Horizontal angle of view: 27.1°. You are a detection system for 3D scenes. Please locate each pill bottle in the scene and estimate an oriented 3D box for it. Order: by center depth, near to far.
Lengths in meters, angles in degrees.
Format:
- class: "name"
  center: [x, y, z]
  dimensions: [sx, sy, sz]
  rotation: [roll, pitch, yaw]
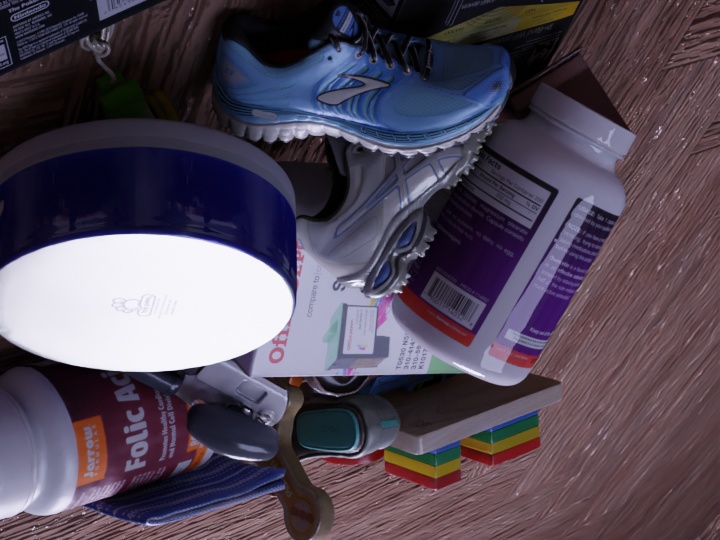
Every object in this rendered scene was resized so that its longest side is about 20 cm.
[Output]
- class: "pill bottle"
  center: [0.113, -0.027, 1.061]
  dimensions: [0.112, 0.112, 0.200]
  rotation: [12, 110, -60]
- class: "pill bottle"
  center: [-0.215, 0.120, 1.139]
  dimensions: [0.200, 0.114, 0.114]
  rotation: [-13, 146, -44]

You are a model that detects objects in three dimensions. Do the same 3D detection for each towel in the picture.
- class: "towel"
  center: [-0.176, 0.168, 1.232]
  dimensions: [0.144, 0.200, 0.024]
  rotation: [-11, 102, -42]

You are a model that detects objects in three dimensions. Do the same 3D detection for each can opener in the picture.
- class: "can opener"
  center: [-0.139, 0.077, 1.100]
  dimensions: [0.200, 0.067, 0.053]
  rotation: [31, 118, -24]

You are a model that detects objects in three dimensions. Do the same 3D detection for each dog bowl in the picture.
- class: "dog bowl"
  center: [-0.139, -0.010, 0.946]
  dimensions: [0.199, 0.079, 0.200]
  rotation: [-3, 152, -2]

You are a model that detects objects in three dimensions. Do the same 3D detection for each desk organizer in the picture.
- class: "desk organizer"
  center: [0.147, -0.105, 1.194]
  dimensions: [0.072, 0.077, 0.200]
  rotation: [-32, 177, -6]

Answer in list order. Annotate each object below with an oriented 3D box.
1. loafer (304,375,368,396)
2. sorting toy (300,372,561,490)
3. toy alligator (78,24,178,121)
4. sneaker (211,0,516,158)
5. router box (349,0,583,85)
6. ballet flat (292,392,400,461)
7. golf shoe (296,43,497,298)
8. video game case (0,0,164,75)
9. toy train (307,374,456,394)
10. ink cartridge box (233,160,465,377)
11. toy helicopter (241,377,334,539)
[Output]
- class: "loafer"
  center: [-0.006, 0.026, 1.243]
  dimensions: [0.073, 0.071, 0.201]
  rotation: [-2, 120, -22]
- class: "sorting toy"
  center: [0.059, 0.145, 1.458]
  dimensions: [0.200, 0.198, 0.070]
  rotation: [-15, 109, -40]
- class: "toy alligator"
  center: [-0.142, -0.084, 0.947]
  dimensions: [0.059, 0.054, 0.200]
  rotation: [-31, 155, -14]
- class: "sneaker"
  center: [0.000, -0.130, 0.956]
  dimensions: [0.199, 0.079, 0.090]
  rotation: [0, 136, 3]
- class: "router box"
  center: [0.076, -0.189, 1.062]
  dimensions: [0.200, 0.052, 0.157]
  rotation: [-20, 151, -35]
- class: "ballet flat"
  center: [-0.046, 0.141, 1.355]
  dimensions: [0.200, 0.068, 0.064]
  rotation: [-2, -177, 44]
- class: "golf shoe"
  center: [0.027, -0.083, 1.031]
  dimensions: [0.200, 0.097, 0.078]
  rotation: [-60, -172, -9]
- class: "video game case"
  center: [-0.166, -0.183, 0.776]
  dimensions: [0.200, 0.026, 0.181]
  rotation: [-28, 155, -18]
- class: "toy train"
  center: [0.030, 0.063, 1.397]
  dimensions: [0.200, 0.087, 0.114]
  rotation: [-15, 142, -41]
- class: "ink cartridge box"
  center: [0.000, 0.000, 1.135]
  dimensions: [0.199, 0.084, 0.145]
  rotation: [1, 114, -28]
- class: "toy helicopter"
  center: [-0.084, 0.158, 1.282]
  dimensions: [0.079, 0.200, 0.132]
  rotation: [12, 123, -44]
